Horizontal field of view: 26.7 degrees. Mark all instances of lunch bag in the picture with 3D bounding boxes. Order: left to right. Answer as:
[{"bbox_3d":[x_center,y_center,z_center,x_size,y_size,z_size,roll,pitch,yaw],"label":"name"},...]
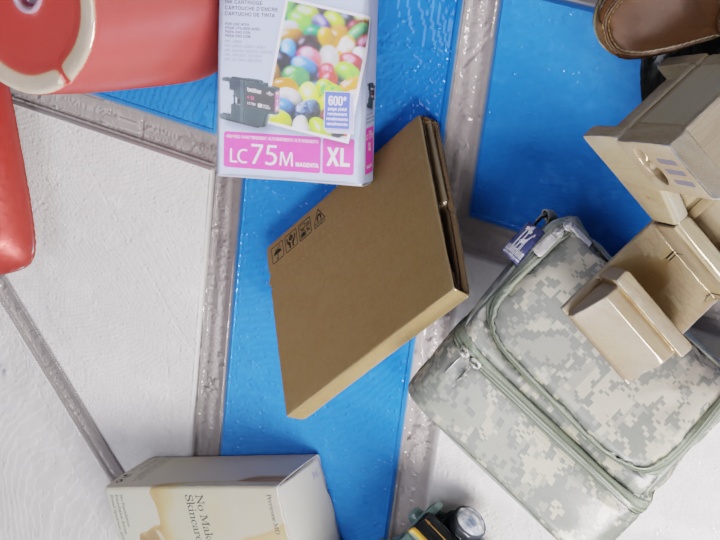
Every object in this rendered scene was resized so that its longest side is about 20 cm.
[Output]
[{"bbox_3d":[0.156,0.077,1.091,0.200,0.139,0.168,44,107,8],"label":"lunch bag"}]

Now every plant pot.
[{"bbox_3d":[-0.204,-0.224,1.170,0.199,0.177,0.202,11,113,28],"label":"plant pot"}]

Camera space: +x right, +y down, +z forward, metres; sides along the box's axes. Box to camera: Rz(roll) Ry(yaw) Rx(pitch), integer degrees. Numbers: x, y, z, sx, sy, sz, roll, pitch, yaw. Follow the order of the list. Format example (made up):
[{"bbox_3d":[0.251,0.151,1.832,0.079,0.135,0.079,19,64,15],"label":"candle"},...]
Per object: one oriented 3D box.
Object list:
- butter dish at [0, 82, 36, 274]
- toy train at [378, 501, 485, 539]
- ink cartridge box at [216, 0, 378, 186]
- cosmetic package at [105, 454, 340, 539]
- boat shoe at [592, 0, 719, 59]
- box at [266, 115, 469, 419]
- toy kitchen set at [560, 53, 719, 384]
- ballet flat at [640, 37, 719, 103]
[{"bbox_3d":[-0.406,-0.094,1.377,0.198,0.148,0.201,-11,108,-11],"label":"butter dish"},{"bbox_3d":[0.026,0.270,1.251,0.085,0.114,0.200,46,125,9],"label":"toy train"},{"bbox_3d":[-0.048,-0.168,1.144,0.118,0.042,0.202,5,100,13],"label":"ink cartridge box"},{"bbox_3d":[-0.122,0.224,1.354,0.199,0.071,0.106,-7,104,34],"label":"cosmetic package"},{"bbox_3d":[0.235,-0.185,0.937,0.199,0.068,0.072,-26,112,19],"label":"boat shoe"},{"bbox_3d":[0.000,0.000,1.163,0.200,0.021,0.164,-39,46,36],"label":"box"},{"bbox_3d":[0.219,-0.004,0.931,0.163,0.180,0.200,-43,99,-1],"label":"toy kitchen set"},{"bbox_3d":[0.217,-0.170,1.016,0.066,0.057,0.201,-5,112,5],"label":"ballet flat"}]
